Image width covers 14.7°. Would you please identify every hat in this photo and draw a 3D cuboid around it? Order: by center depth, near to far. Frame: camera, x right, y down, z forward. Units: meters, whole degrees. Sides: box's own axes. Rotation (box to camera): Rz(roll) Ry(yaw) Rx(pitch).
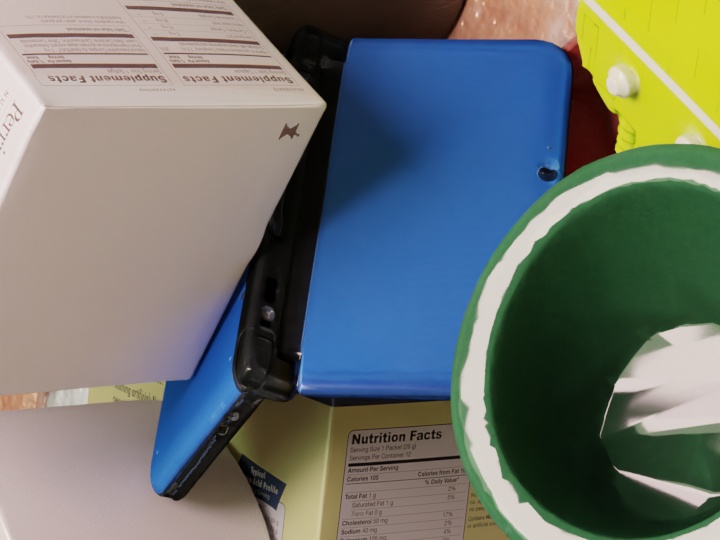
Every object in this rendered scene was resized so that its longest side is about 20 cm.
[{"bbox_3d":[0.142,0.065,1.148,0.165,0.176,0.201,29,92,30],"label":"hat"}]

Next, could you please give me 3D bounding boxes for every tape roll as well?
[{"bbox_3d":[-0.147,0.164,1.289,0.202,0.138,0.204,4,96,50],"label":"tape roll"}]

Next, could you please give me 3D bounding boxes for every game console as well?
[{"bbox_3d":[0.000,0.000,1.241,0.171,0.118,0.201,-51,23,48],"label":"game console"}]

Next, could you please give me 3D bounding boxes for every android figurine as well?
[{"bbox_3d":[0.134,-0.099,1.113,0.182,0.041,0.201,50,154,29],"label":"android figurine"}]

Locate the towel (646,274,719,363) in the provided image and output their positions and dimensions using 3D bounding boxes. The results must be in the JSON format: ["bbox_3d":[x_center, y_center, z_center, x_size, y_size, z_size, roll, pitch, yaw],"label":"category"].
[{"bbox_3d":[0.176,0.061,1.144,0.199,0.022,0.147,-21,99,42],"label":"towel"}]

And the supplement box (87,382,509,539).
[{"bbox_3d":[-0.030,0.115,1.359,0.199,0.134,0.201,18,105,49],"label":"supplement box"}]

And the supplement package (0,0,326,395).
[{"bbox_3d":[-0.150,-0.070,1.177,0.200,0.150,0.152,49,124,33],"label":"supplement package"}]

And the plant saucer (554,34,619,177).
[{"bbox_3d":[0.171,-0.044,1.186,0.199,0.037,0.201,-40,61,44],"label":"plant saucer"}]

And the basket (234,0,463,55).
[{"bbox_3d":[-0.056,-0.159,1.334,0.136,0.199,0.182,-27,71,47],"label":"basket"}]
